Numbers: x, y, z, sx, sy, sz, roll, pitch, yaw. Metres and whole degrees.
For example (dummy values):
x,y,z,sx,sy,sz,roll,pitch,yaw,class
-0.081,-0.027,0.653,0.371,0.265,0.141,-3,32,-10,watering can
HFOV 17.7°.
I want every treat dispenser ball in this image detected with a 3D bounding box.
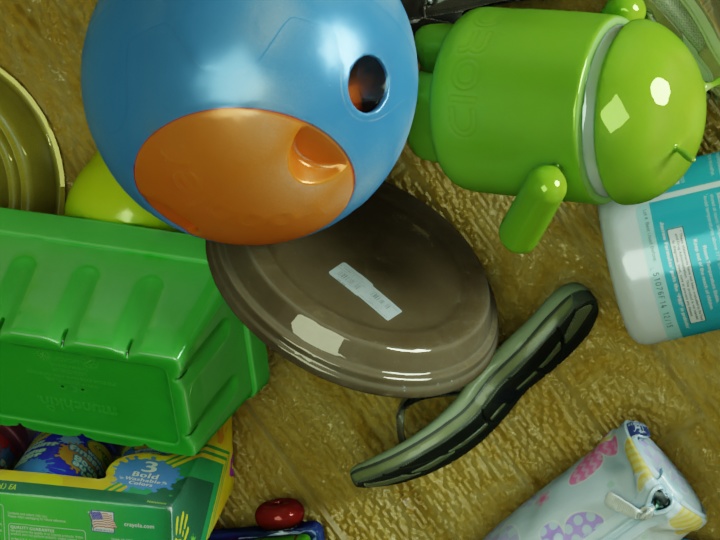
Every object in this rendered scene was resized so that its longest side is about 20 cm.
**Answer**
x,y,z,sx,sy,sz,roll,pitch,yaw,class
-0.065,-0.115,1.373,0.200,0.201,0.202,1,98,9,treat dispenser ball

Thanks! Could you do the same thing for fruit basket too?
x,y,z,sx,sy,sz,roll,pitch,yaw,class
-0.157,0.003,1.525,0.215,0.216,0.156,3,133,9,fruit basket

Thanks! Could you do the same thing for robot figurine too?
x,y,z,sx,sy,sz,roll,pitch,yaw,class
0.122,-0.101,1.421,0.199,0.176,0.116,7,140,26,robot figurine

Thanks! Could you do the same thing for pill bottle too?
x,y,z,sx,sy,sz,roll,pitch,yaw,class
0.256,-0.025,1.455,0.199,0.111,0.111,-12,95,11,pill bottle

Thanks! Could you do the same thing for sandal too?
x,y,z,sx,sy,sz,roll,pitch,yaw,class
0.071,0.073,1.526,0.201,0.080,0.057,-43,72,6,sandal

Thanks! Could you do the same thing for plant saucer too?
x,y,z,sx,sy,sz,roll,pitch,yaw,class
0.000,0.000,1.461,0.200,0.200,0.030,31,127,4,plant saucer

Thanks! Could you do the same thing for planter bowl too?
x,y,z,sx,sy,sz,roll,pitch,yaw,class
-0.306,-0.052,1.561,0.200,0.083,0.201,1,98,9,planter bowl

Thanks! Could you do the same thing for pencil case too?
x,y,z,sx,sy,sz,roll,pitch,yaw,class
0.132,0.188,1.515,0.200,0.091,0.083,-40,111,14,pencil case

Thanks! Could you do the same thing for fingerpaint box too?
x,y,z,sx,sy,sz,roll,pitch,yaw,class
-0.198,0.139,1.522,0.199,0.167,0.074,4,111,10,fingerpaint box

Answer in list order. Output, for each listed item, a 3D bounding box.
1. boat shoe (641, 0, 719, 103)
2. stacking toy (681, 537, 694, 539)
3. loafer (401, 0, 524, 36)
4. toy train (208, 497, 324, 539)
x,y,z,sx,sy,sz,roll,pitch,yaw,class
0.209,-0.165,1.471,0.201,0.073,0.063,50,137,-2,boat shoe
0.215,0.253,1.454,0.109,0.200,0.116,17,101,7,stacking toy
0.039,-0.165,1.492,0.200,0.073,0.072,-24,94,13,loafer
-0.128,0.213,1.548,0.199,0.116,0.085,-6,99,10,toy train
